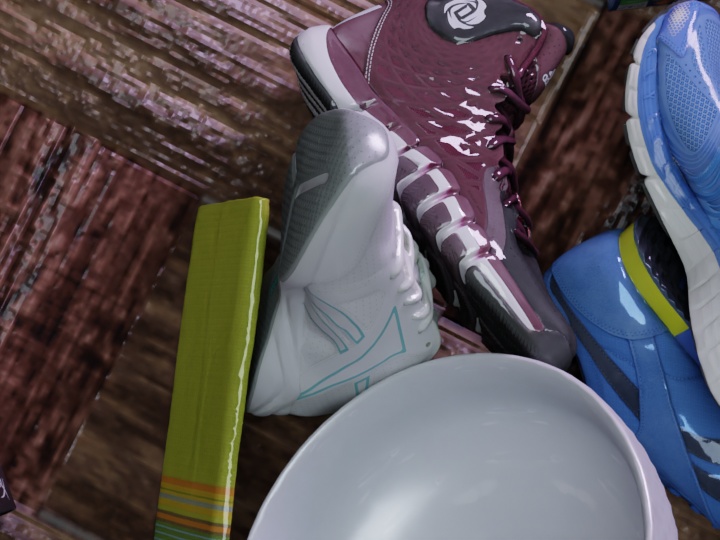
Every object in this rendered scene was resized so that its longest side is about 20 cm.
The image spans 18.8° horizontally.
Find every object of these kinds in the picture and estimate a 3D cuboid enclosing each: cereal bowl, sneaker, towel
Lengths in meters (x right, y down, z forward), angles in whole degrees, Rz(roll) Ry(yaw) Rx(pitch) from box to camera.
[{"bbox_3d":[0.048,0.141,0.915,0.199,0.083,0.202,-18,55,27],"label":"cereal bowl"},{"bbox_3d":[0.180,-0.032,0.952,0.089,0.078,0.201,-29,68,32],"label":"sneaker"},{"bbox_3d":[0.150,0.074,0.985,0.078,0.066,0.201,-34,92,25],"label":"sneaker"},{"bbox_3d":[0.000,0.000,0.933,0.079,0.201,0.071,9,57,-5],"label":"sneaker"},{"bbox_3d":[0.063,-0.056,0.968,0.115,0.076,0.201,-33,70,-8],"label":"sneaker"},{"bbox_3d":[-0.065,0.069,0.973,0.018,0.086,0.202,8,86,-23],"label":"towel"}]

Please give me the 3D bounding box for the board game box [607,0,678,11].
[{"bbox_3d":[0.170,-0.229,1.010,0.134,0.034,0.202,-6,86,1],"label":"board game box"}]

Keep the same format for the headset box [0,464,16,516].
[{"bbox_3d":[-0.260,0.041,0.980,0.148,0.075,0.201,-21,86,-1],"label":"headset box"}]
